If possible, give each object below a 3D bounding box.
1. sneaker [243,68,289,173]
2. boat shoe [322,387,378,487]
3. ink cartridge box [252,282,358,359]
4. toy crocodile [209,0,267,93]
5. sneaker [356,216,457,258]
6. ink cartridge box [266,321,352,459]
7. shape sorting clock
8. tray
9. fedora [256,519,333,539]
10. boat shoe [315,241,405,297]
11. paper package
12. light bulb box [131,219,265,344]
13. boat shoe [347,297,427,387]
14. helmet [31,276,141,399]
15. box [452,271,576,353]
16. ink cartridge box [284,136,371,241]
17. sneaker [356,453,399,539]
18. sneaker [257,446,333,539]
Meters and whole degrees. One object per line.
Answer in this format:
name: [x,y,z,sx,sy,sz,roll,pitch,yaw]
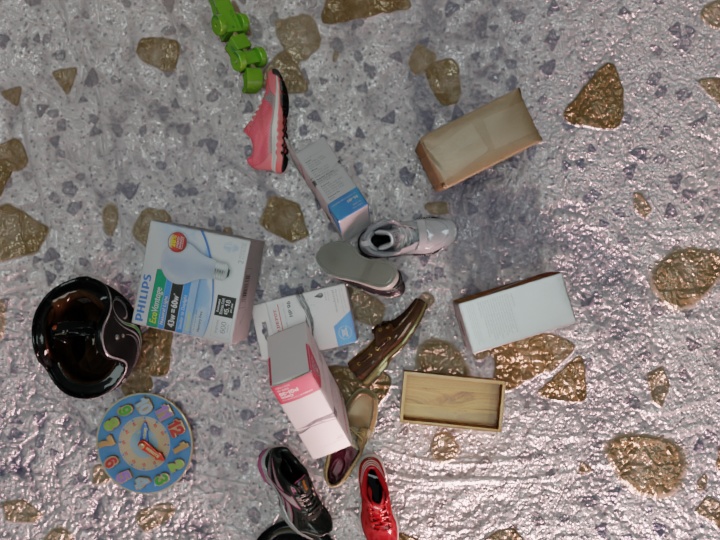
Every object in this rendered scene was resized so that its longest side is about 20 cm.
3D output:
sneaker: [-0.186,-0.291,1.418,0.086,0.074,0.203,1,90,3]
boat shoe: [-0.017,0.328,1.416,0.073,0.066,0.202,19,91,1]
ink cartridge box: [-0.112,0.102,1.419,0.197,0.068,0.118,-13,89,2]
toy crocodile: [-0.242,-0.443,1.429,0.067,0.062,0.202,-25,87,-38]
sneaker: [0.090,-0.061,1.389,0.197,0.115,0.076,-8,90,2]
ink cartridge box: [-0.094,0.221,1.339,0.082,0.147,0.201,-21,123,3]
shape sorting clock: [-0.427,0.342,1.443,0.197,0.039,0.203,0,90,2]
tray: [0.178,0.254,1.427,0.197,0.037,0.100,5,90,1]
fedora: [-0.125,0.587,1.406,0.198,0.092,0.204,0,90,2]
boat shoe: [0.000,0.000,1.385,0.198,0.060,0.074,17,70,36]
paper package: [0.209,-0.234,1.348,0.198,0.191,0.104,-27,94,2]
light bulb box: [-0.305,0.020,1.391,0.197,0.125,0.201,10,91,5]
boat shoe: [0.052,0.130,1.412,0.067,0.072,0.201,38,94,-1]
helmet: [-0.504,0.130,1.370,0.197,0.192,0.202,-3,51,4]
box: [0.285,0.077,1.379,0.198,0.124,0.099,-17,89,1]
ink cartridge box: [-0.060,-0.168,1.378,0.066,0.116,0.201,-31,75,-5]
sneaker: [0.028,0.461,1.391,0.077,0.116,0.203,-15,89,2]
sneaker: [-0.120,0.423,1.395,0.201,0.086,0.080,51,53,0]
